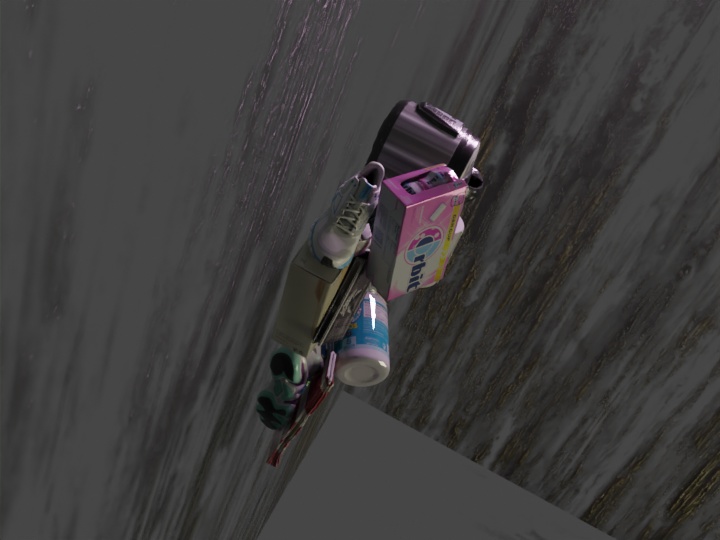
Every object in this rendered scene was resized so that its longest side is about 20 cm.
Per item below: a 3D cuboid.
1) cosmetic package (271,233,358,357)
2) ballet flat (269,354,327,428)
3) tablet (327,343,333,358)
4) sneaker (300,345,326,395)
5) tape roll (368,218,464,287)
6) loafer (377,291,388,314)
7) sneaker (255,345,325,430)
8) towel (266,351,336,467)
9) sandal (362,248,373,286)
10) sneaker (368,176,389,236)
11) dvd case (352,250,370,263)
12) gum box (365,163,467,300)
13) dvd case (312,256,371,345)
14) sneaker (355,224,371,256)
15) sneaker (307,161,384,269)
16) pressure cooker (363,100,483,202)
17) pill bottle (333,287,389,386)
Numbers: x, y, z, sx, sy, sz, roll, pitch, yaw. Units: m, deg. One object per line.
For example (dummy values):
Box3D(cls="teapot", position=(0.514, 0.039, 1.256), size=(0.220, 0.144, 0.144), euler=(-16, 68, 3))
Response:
Box3D(cls="cosmetic package", position=(-0.073, 0.034, 1.240), size=(0.106, 0.071, 0.201), euler=(-58, 172, -39))
Box3D(cls="ballet flat", position=(-0.142, 0.237, 1.668), size=(0.201, 0.068, 0.075), euler=(-57, -164, -7))
Box3D(cls="tablet", position=(-0.061, 0.124, 1.616), size=(0.130, 0.013, 0.202), euler=(94, -4, -68))
Box3D(cls="sneaker", position=(-0.118, 0.202, 1.555), size=(0.105, 0.075, 0.202), euler=(134, -27, -77))
Box3D(cls="tape roll", position=(0.102, -0.078, 1.690), size=(0.140, 0.201, 0.203), euler=(-66, 174, 26))
Box3D(cls="loafer", position=(-0.007, 0.054, 1.721), size=(0.071, 0.073, 0.200), euler=(-49, 135, -10))
Box3D(cls="sneaker", position=(-0.114, 0.197, 1.463), size=(0.140, 0.077, 0.201), euler=(-34, 154, -49))
Box3D(cls="towel", position=(-0.104, 0.253, 1.465), size=(0.201, 0.023, 0.144), euler=(-55, -173, 12))
Box3D(cls="sandal", position=(0.002, -0.007, 1.534), size=(0.202, 0.050, 0.083), euler=(1, -107, 53))
Box3D(cls="sneaker", position=(0.049, -0.079, 1.308), size=(0.075, 0.079, 0.201), euler=(-31, 156, -22))
Box3D(cls="dvd case", position=(-0.054, 0.052, 1.426), size=(0.142, 0.018, 0.201), euler=(-22, 151, -30))
Box3D(cls="gum box", position=(0.082, -0.061, 1.202), size=(0.113, 0.066, 0.201), euler=(-20, 141, -28))
Box3D(cls="dvd case", position=(-0.020, 0.050, 1.308), size=(0.150, 0.016, 0.200), euler=(-62, 171, 3))
Box3D(cls="sneaker", position=(0.012, -0.090, 1.524), size=(0.200, 0.070, 0.081), euler=(-46, 169, -47))
Box3D(cls="sneaker", position=(-0.015, -0.089, 1.159), size=(0.087, 0.075, 0.201), euler=(-50, -166, 48))
Box3D(cls="pressure cooker", position=(0.121, -0.181, 1.384), size=(0.177, 0.199, 0.179), euler=(-59, 173, -25))
Box3D(cls="pill bottle", position=(0.001, 0.119, 1.579), size=(0.111, 0.110, 0.201), euler=(111, -17, -50))
